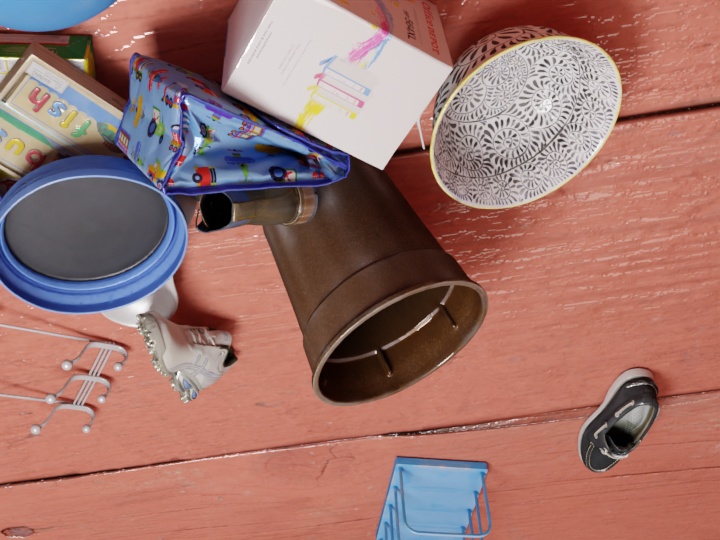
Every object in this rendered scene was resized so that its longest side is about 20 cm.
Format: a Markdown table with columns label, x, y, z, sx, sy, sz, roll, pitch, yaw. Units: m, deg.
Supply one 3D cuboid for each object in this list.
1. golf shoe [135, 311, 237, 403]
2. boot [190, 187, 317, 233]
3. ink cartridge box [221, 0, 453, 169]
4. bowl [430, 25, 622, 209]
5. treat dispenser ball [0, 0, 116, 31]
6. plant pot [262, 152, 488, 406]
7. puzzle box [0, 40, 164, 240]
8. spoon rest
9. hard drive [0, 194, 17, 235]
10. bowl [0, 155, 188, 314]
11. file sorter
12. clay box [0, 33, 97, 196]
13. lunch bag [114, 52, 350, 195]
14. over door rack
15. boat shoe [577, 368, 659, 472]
| label | x | y | z | sx | sy | sz | roll | pitch | yaw |
| --- | --- | --- | --- | --- | --- | --- | --- | --- | --- |
| golf shoe | -0.206 | 0.086 | 1.226 | 0.096 | 0.079 | 0.201 | -27 | 158 | -5 |
| boot | -0.142 | -0.082 | 1.018 | 0.096 | 0.198 | 0.076 | -13 | 108 | -44 |
| ink cartridge box | -0.013 | -0.203 | 0.945 | 0.197 | 0.130 | 0.126 | 23 | 125 | -23 |
| bowl | 0.145 | -0.167 | 0.996 | 0.197 | 0.095 | 0.203 | -14 | 138 | -13 |
| treat dispenser ball | -0.261 | -0.293 | 0.802 | 0.196 | 0.203 | 0.203 | -1 | 133 | -1 |
| plant pot | 0.000 | 0.000 | 1.056 | 0.197 | 0.200 | 0.202 | -23 | 151 | -13 |
| puzzle box | -0.277 | -0.122 | 1.016 | 0.199 | 0.026 | 0.133 | 32 | 121 | -33 |
| spoon rest | -0.242 | 0.000 | 1.168 | 0.098 | 0.061 | 0.201 | 17 | 129 | -20 |
| hard drive | -0.434 | -0.125 | 1.017 | 0.131 | 0.025 | 0.201 | 17 | 148 | 42 |
| bowl | -0.276 | -0.035 | 1.038 | 0.197 | 0.040 | 0.203 | -13 | 140 | -11 |
| file sorter | 0.105 | 0.389 | 1.500 | 0.136 | 0.124 | 0.202 | 5 | 133 | -6 |
| clay box | -0.323 | -0.142 | 1.042 | 0.112 | 0.048 | 0.202 | 0 | 134 | -7 |
| lunch bag | -0.112 | -0.126 | 0.966 | 0.197 | 0.150 | 0.096 | 5 | 110 | -33 |
| over door rack | -0.410 | 0.132 | 1.277 | 0.197 | 0.067 | 0.148 | 21 | 128 | -21 |
| boat shoe | 0.352 | 0.222 | 1.399 | 0.074 | 0.061 | 0.202 | 4 | 132 | -6 |
